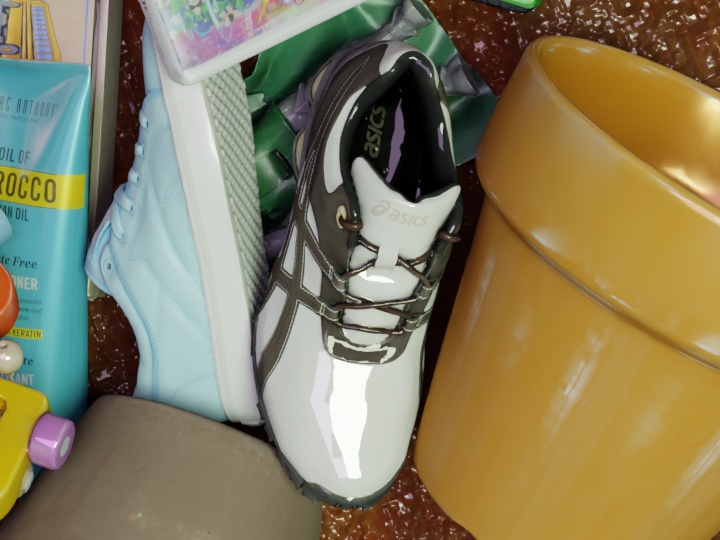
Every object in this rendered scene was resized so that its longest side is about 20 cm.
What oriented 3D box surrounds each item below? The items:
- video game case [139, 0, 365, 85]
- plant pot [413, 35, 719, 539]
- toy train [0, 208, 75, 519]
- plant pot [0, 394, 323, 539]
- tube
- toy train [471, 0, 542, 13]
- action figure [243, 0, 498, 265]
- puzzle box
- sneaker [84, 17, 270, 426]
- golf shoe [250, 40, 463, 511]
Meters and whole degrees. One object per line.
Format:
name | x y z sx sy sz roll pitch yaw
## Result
video game case | -0.022 -0.199 0.842 0.199 0.024 0.183 -28 112 -20
plant pot | 0.117 0.030 0.869 0.200 0.200 0.184 31 110 9
toy train | -0.208 0.066 0.886 0.200 0.056 0.150 -40 69 -20
plant pot | -0.099 0.154 0.907 0.199 0.200 0.175 18 75 10
tube | -0.152 0.001 0.948 0.077 0.050 0.201 8 107 24
toy train | 0.000 -0.168 0.958 0.199 0.042 0.057 18 103 10
action figure | -0.040 -0.048 0.954 0.200 0.055 0.118 -37 97 13
puzzle box | -0.182 -0.089 0.995 0.132 0.025 0.201 3 90 9
sneaker | -0.088 -0.023 0.905 0.081 0.074 0.201 -4 105 9
golf shoe | 0.000 0.000 0.859 0.077 0.094 0.201 4 84 -14
